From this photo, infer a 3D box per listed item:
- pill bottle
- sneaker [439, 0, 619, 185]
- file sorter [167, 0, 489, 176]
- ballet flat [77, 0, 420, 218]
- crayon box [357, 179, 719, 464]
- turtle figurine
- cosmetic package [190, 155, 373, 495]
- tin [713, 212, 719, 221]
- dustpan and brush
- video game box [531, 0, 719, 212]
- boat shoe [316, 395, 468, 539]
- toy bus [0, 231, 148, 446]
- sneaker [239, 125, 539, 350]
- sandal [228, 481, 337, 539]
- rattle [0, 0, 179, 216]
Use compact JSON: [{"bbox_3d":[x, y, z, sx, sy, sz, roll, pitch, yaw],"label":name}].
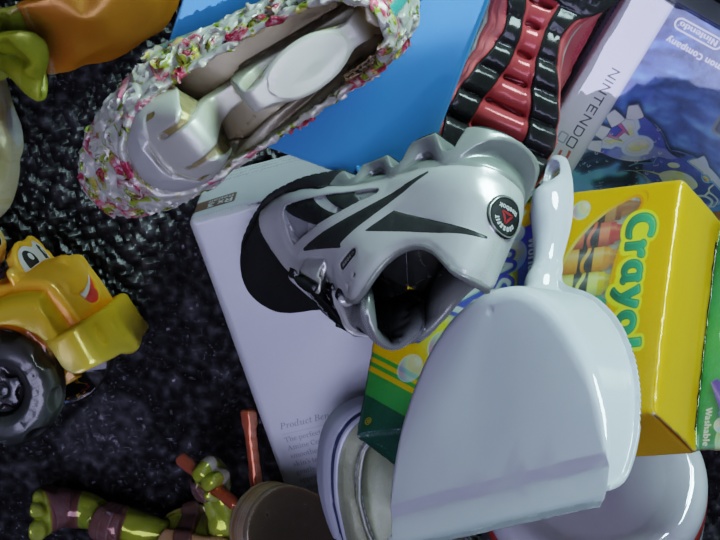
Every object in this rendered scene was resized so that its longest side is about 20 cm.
[{"bbox_3d":[0.121,0.157,1.374,0.115,0.116,0.200,1,146,4],"label":"pill bottle"},{"bbox_3d":[0.083,-0.129,1.321,0.073,0.087,0.201,26,88,-11],"label":"sneaker"},{"bbox_3d":[-0.002,-0.167,1.281,0.138,0.123,0.201,19,113,-4],"label":"file sorter"},{"bbox_3d":[-0.059,-0.084,1.220,0.200,0.064,0.076,-36,107,18],"label":"ballet flat"},{"bbox_3d":[0.102,0.027,1.280,0.199,0.126,0.052,-6,151,31],"label":"crayon box"},{"bbox_3d":[-0.102,0.151,1.454,0.160,0.065,0.201,2,124,13],"label":"turtle figurine"},{"bbox_3d":[-0.011,0.037,1.396,0.101,0.074,0.201,-14,110,10],"label":"cosmetic package"},{"bbox_3d":[0.230,0.040,1.341,0.199,0.042,0.112,22,118,-4],"label":"tin"},{"bbox_3d":[0.080,0.031,1.231,0.139,0.201,0.057,-18,153,41],"label":"dustpan and brush"},{"bbox_3d":[0.183,-0.037,1.364,0.199,0.047,0.183,27,115,-7],"label":"video game box"},{"bbox_3d":[0.037,0.160,1.355,0.072,0.062,0.201,-26,106,-17],"label":"boat shoe"},{"bbox_3d":[-0.241,0.017,1.386,0.199,0.136,0.193,-28,92,13],"label":"toy bus"},{"bbox_3d":[0.000,0.000,1.255,0.074,0.089,0.200,29,149,-27],"label":"sneaker"},{"bbox_3d":[-0.004,0.187,1.415,0.212,0.070,0.078,48,70,-24],"label":"sandal"},{"bbox_3d":[-0.174,-0.076,1.288,0.142,0.200,0.131,2,108,5],"label":"rattle"}]
